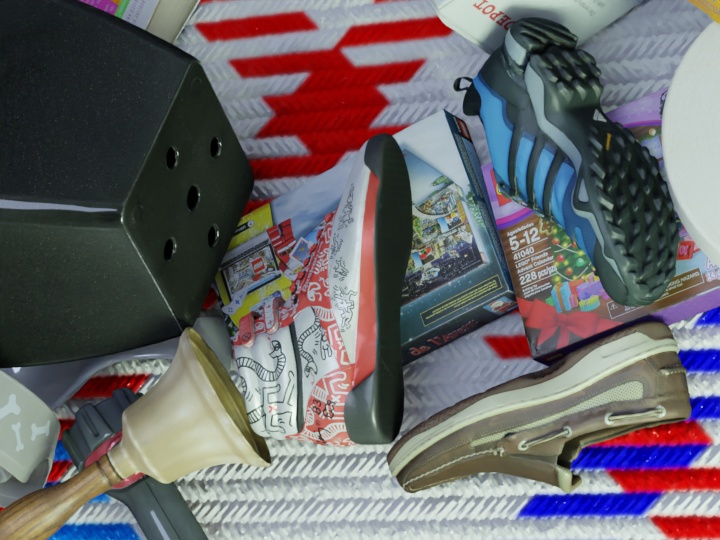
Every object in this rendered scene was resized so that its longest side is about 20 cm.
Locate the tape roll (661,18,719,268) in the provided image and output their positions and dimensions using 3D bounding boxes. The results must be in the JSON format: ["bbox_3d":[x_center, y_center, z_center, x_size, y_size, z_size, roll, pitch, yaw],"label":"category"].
[{"bbox_3d":[0.280,-0.079,1.539,0.202,0.037,0.204,-3,72,9],"label":"tape roll"}]

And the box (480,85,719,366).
[{"bbox_3d":[0.184,-0.037,1.612,0.199,0.039,0.137,-23,68,22],"label":"box"}]

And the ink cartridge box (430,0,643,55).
[{"bbox_3d":[0.141,-0.226,1.617,0.200,0.146,0.083,-34,64,17],"label":"ink cartridge box"}]

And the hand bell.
[{"bbox_3d":[-0.168,0.132,1.667,0.199,0.104,0.104,-31,65,4],"label":"hand bell"}]

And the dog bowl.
[{"bbox_3d":[-0.291,0.091,1.727,0.199,0.200,0.059,14,69,30],"label":"dog bowl"}]

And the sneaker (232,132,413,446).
[{"bbox_3d":[-0.027,0.012,1.652,0.107,0.067,0.203,-2,81,23],"label":"sneaker"}]

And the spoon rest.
[{"bbox_3d":[-0.188,0.052,1.777,0.199,0.061,0.100,-5,79,26],"label":"spoon rest"}]

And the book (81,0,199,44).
[{"bbox_3d":[-0.206,-0.224,1.860,0.200,0.048,0.134,34,97,31],"label":"book"}]

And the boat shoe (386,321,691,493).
[{"bbox_3d":[0.112,0.104,1.601,0.202,0.075,0.075,-27,74,20],"label":"boat shoe"}]

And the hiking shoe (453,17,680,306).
[{"bbox_3d":[0.131,-0.057,1.594,0.087,0.074,0.201,-43,60,40],"label":"hiking shoe"}]

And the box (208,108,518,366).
[{"bbox_3d":[0.000,0.000,1.702,0.199,0.038,0.137,-27,68,20],"label":"box"}]

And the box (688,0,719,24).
[{"bbox_3d":[0.289,-0.216,1.554,0.200,0.042,0.119,-42,59,-15],"label":"box"}]

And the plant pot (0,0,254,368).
[{"bbox_3d":[-0.186,-0.056,1.697,0.177,0.200,0.200,8,57,23],"label":"plant pot"}]

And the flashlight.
[{"bbox_3d":[-0.126,0.175,1.718,0.068,0.068,0.200,-48,65,34],"label":"flashlight"}]
